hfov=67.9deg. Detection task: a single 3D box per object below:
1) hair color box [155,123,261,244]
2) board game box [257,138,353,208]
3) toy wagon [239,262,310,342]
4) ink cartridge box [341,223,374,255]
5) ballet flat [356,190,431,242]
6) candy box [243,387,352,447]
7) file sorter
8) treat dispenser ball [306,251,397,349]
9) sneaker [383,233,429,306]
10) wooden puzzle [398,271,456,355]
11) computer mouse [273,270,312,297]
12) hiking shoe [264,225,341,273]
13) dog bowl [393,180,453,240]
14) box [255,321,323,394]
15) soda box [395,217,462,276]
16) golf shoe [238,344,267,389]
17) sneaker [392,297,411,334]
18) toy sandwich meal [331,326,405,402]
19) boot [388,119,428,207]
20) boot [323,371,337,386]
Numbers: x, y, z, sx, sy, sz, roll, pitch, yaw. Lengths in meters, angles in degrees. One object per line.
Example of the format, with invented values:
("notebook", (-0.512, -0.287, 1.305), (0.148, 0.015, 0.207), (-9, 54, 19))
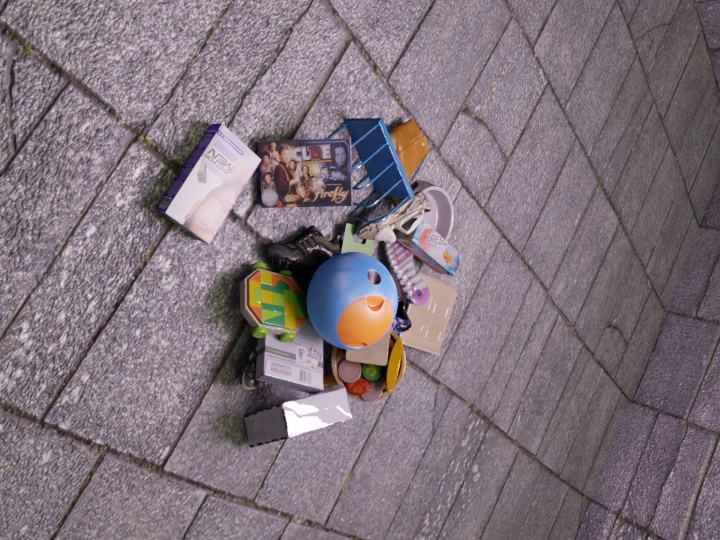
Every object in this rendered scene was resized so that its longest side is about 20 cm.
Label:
("hair color box", (-0.292, -0.168, 1.039), (0.109, 0.064, 0.203), (38, 76, -39))
("board game box", (-0.114, -0.204, 1.120), (0.193, 0.035, 0.140), (-1, 103, 4))
("toy wagon", (-0.166, 0.071, 1.140), (0.196, 0.039, 0.159), (17, 55, -38))
("ink cartridge box", (0.000, 0.000, 1.308), (0.144, 0.047, 0.206), (8, 95, -58))
("ballet flat", (0.087, -0.114, 1.275), (0.197, 0.068, 0.076), (-32, 75, -9))
("candy box", (-0.141, 0.327, 1.184), (0.164, 0.199, 0.074), (-5, 72, -38))
("file sorter", (0.009, -0.227, 1.234), (0.122, 0.137, 0.203), (-41, 123, -20))
("treat dispenser ball", (-0.018, 0.064, 1.141), (0.197, 0.198, 0.208), (-10, 106, -37))
("sneaker", (0.103, 0.004, 1.406), (0.079, 0.088, 0.205), (-26, 94, -32))
("wooden puzzle", (0.186, 0.123, 1.523), (0.183, 0.046, 0.206), (21, 81, -41))
("computer mouse", (-0.138, 0.039, 1.241), (0.196, 0.034, 0.061), (16, 81, -34))
("hiking shoe", (-0.128, -0.050, 1.206), (0.196, 0.075, 0.104), (9, 65, -37))
("dog bowl", (0.176, -0.139, 1.445), (0.196, 0.058, 0.207), (-11, 107, -38))
("box", (-0.150, 0.152, 1.167), (0.153, 0.041, 0.205), (23, 52, -36))
("soda box", (0.178, -0.061, 1.378), (0.198, 0.067, 0.065), (34, 76, -39))
("golf shoe", (-0.207, 0.184, 1.191), (0.078, 0.094, 0.200), (47, 42, -6))
("sneaker", (0.065, 0.149, 1.376), (0.079, 0.114, 0.205), (23, 85, -39))
("toy sandwich meal", (0.020, 0.205, 1.263), (0.198, 0.070, 0.212), (0, 80, 1))
("boot", (0.122, -0.262, 1.348), (0.142, 0.070, 0.206), (-32, 112, -26))
("boot", (-0.031, 0.199, 1.337), (0.196, 0.071, 0.148), (-19, 80, 2))
